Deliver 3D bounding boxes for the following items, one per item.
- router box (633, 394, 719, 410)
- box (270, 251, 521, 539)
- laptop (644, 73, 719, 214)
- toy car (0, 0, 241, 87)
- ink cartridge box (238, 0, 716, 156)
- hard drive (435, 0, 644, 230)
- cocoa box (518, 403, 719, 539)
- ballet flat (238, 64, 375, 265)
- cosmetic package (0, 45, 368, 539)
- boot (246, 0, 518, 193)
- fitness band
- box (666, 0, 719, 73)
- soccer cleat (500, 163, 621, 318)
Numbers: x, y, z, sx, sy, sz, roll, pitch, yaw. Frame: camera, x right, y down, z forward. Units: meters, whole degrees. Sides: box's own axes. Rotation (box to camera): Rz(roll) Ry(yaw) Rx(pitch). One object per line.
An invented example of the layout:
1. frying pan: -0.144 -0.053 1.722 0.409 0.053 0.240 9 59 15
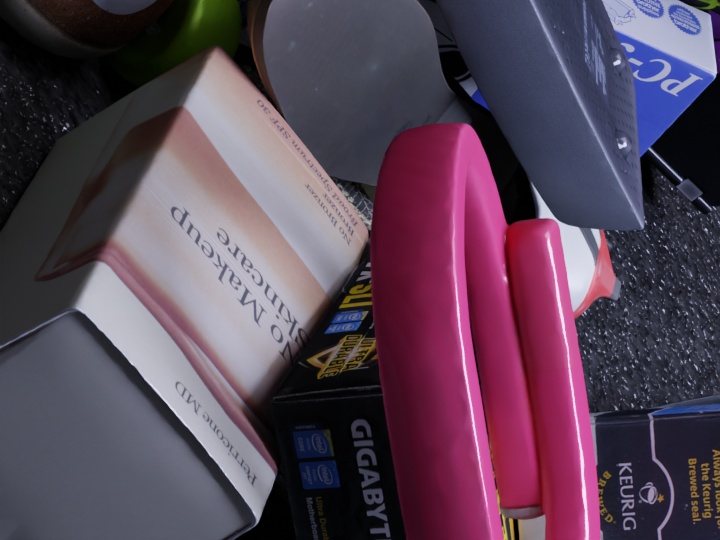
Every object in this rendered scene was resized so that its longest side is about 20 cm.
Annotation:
1. router box: 0.138 0.138 1.287 0.200 0.051 0.149 -5 67 -61
2. box: 0.025 0.105 1.032 0.160 0.049 0.200 -53 136 -65
3. laptop: 0.166 -0.131 1.516 0.187 0.116 0.200 42 18 -32
4. toy car: -0.068 -0.189 1.108 0.164 0.200 0.158 30 37 -44
5. ink cartridge box: 0.051 -0.110 1.287 0.200 0.094 0.044 22 43 -22
6. hard drive: 0.063 -0.121 1.168 0.135 0.042 0.200 -87 153 -53
7. cocoa box: 0.144 0.151 1.104 0.133 0.131 0.200 6 79 -71
8. ballet flat: 0.000 0.000 1.175 0.075 0.068 0.200 -14 71 -51
9. cosmetic package: -0.074 0.016 1.007 0.103 0.087 0.200 51 27 -19
10. boot: -0.007 -0.080 1.136 0.075 0.074 0.200 43 1 29
11. fitness band: 0.042 0.048 0.967 0.144 0.037 0.200 -36 117 -69
12. box: 0.105 -0.143 1.351 0.143 0.200 0.036 63 43 -76
13. soccer cleat: 0.075 -0.060 1.380 0.085 0.069 0.200 32 39 -36
